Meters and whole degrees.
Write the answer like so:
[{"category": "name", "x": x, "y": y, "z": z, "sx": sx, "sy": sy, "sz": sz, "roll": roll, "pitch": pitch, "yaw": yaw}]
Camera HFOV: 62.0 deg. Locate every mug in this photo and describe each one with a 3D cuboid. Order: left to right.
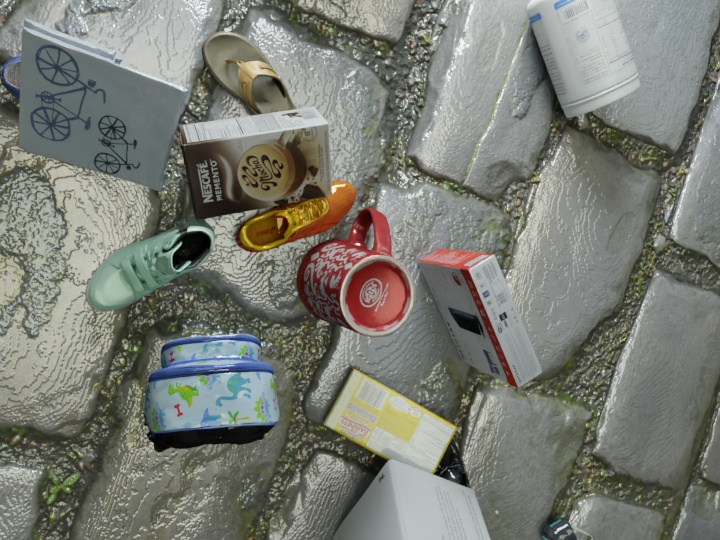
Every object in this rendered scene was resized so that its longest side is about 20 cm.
[{"category": "mug", "x": -0.010, "y": 0.004, "z": 0.865, "sx": 0.132, "sy": 0.200, "sz": 0.180, "roll": -9, "pitch": 98, "yaw": -17}]

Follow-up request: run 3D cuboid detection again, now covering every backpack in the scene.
[{"category": "backpack", "x": -0.202, "y": 0.165, "z": 0.816, "sx": 0.181, "sy": 0.200, "sz": 0.149, "roll": -2, "pitch": 76, "yaw": -17}]

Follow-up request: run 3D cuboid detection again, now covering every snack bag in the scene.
[{"category": "snack bag", "x": -0.334, "y": -0.201, "z": 0.774, "sx": 0.198, "sy": 0.022, "sz": 0.189, "roll": 16, "pitch": 134, "yaw": -18}]

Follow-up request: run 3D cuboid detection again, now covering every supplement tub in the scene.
[{"category": "supplement tub", "x": 0.369, "y": -0.374, "z": 0.995, "sx": 0.131, "sy": 0.132, "sz": 0.201, "roll": -28, "pitch": 104, "yaw": -14}]

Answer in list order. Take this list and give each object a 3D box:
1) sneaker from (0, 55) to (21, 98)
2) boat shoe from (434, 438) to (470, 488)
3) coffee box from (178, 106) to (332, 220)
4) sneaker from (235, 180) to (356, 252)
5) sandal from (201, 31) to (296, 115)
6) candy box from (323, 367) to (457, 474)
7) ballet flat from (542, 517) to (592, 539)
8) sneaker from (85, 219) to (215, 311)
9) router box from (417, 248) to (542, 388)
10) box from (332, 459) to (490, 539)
[{"category": "sneaker", "x": -0.364, "y": -0.252, "z": 0.789, "sx": 0.198, "sy": 0.078, "sz": 0.076, "roll": -1, "pitch": 95, "yaw": -18}, {"category": "boat shoe", "x": 0.149, "y": 0.350, "z": 1.019, "sx": 0.074, "sy": 0.066, "sz": 0.201, "roll": -14, "pitch": 99, "yaw": -15}, {"category": "coffee box", "x": -0.147, "y": -0.153, "z": 0.848, "sx": 0.198, "sy": 0.080, "sz": 0.114, "roll": -13, "pitch": 125, "yaw": -15}, {"category": "sneaker", "x": -0.089, "y": -0.076, "z": 0.898, "sx": 0.199, "sy": 0.077, "sz": 0.073, "roll": -29, "pitch": 101, "yaw": -15}, {"category": "sandal", "x": -0.146, "y": -0.262, "z": 0.873, "sx": 0.080, "sy": 0.054, "sz": 0.201, "roll": -41, "pitch": 106, "yaw": -10}, {"category": "candy box", "x": 0.049, "y": 0.251, "z": 0.976, "sx": 0.199, "sy": 0.026, "sz": 0.103, "roll": 31, "pitch": 87, "yaw": -5}, {"category": "ballet flat", "x": 0.423, "y": 0.536, "z": 1.127, "sx": 0.073, "sy": 0.073, "sz": 0.200, "roll": -46, "pitch": 104, "yaw": -9}, {"category": "sneaker", "x": -0.288, "y": -0.007, "z": 0.815, "sx": 0.200, "sy": 0.118, "sz": 0.074, "roll": -34, "pitch": 106, "yaw": -11}, {"category": "router box", "x": 0.184, "y": 0.068, "z": 0.946, "sx": 0.049, "sy": 0.179, "sz": 0.201, "roll": -28, "pitch": 102, "yaw": -14}, {"category": "box", "x": 0.079, "y": 0.444, "z": 0.905, "sx": 0.170, "sy": 0.199, "sz": 0.201, "roll": 26, "pitch": 112, "yaw": -18}]
